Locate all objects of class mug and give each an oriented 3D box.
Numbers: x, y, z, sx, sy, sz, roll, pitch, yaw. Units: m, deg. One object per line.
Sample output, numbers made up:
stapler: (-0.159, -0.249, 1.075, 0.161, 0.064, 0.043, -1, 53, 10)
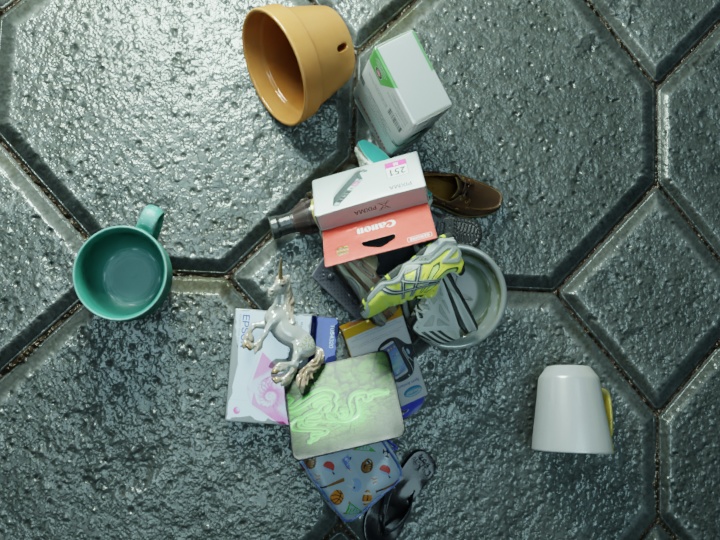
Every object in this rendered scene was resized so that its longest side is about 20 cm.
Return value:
mug: (0.401, 0.264, 1.195, 0.146, 0.186, 0.158, -4, 76, 22)
mug: (-0.385, 0.000, 1.071, 0.183, 0.114, 0.154, -33, 91, -11)

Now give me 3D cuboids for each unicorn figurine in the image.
unicorn figurine: (-0.137, 0.103, 1.096, 0.137, 0.073, 0.202, -44, 107, -22)

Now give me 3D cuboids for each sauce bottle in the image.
sauce bottle: (-0.072, -0.104, 1.158, 0.195, 0.066, 0.068, -20, 89, -10)

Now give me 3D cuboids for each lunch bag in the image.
lunch bag: (-0.020, 0.331, 1.118, 0.159, 0.075, 0.202, -36, 104, -14)

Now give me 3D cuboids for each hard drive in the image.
hard drive: (0.017, -0.024, 1.150, 0.134, 0.042, 0.201, 41, 102, -4)

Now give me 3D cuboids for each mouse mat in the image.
mouse mat: (-0.031, 0.227, 1.075, 0.195, 0.008, 0.164, -13, 56, 1)

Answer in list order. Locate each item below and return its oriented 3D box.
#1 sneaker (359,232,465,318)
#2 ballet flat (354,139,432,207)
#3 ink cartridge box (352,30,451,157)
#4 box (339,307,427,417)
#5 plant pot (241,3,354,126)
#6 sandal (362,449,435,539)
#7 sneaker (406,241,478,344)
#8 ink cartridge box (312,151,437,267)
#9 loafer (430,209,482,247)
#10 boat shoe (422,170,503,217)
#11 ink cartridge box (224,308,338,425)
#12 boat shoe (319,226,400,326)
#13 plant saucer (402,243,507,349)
sneaker: (0.085, 0.023, 1.028, 0.198, 0.075, 0.077, -36, 88, 5)
ballet flat: (0.049, -0.164, 1.159, 0.071, 0.072, 0.200, -41, 62, -9)
ink cartridge box: (0.068, -0.310, 1.129, 0.083, 0.200, 0.148, -29, 91, -13)
box: (0.046, 0.177, 1.158, 0.116, 0.041, 0.205, -20, 103, -11)
plant pot: (-0.103, -0.381, 1.119, 0.139, 0.199, 0.203, -31, 91, -27)
sandal: (0.069, 0.423, 1.155, 0.075, 0.043, 0.203, 33, 81, -6)
sneaker: (0.119, 0.049, 1.115, 0.114, 0.076, 0.203, -28, 106, 8)
ink cartridge box: (0.019, -0.106, 1.053, 0.195, 0.044, 0.176, -14, 47, 6)
loafer: (0.132, -0.077, 1.190, 0.195, 0.071, 0.075, 18, 85, 9)
boat shoe: (0.185, -0.148, 1.203, 0.195, 0.068, 0.074, 10, 84, -9)
ink cartridge box: (-0.140, 0.177, 1.138, 0.194, 0.043, 0.202, 4, 85, -8)
boat shoe: (0.000, 0.000, 1.103, 0.071, 0.076, 0.202, -35, 93, -7)
plant saucer: (0.174, 0.045, 1.178, 0.194, 0.050, 0.206, 1, 107, 2)
